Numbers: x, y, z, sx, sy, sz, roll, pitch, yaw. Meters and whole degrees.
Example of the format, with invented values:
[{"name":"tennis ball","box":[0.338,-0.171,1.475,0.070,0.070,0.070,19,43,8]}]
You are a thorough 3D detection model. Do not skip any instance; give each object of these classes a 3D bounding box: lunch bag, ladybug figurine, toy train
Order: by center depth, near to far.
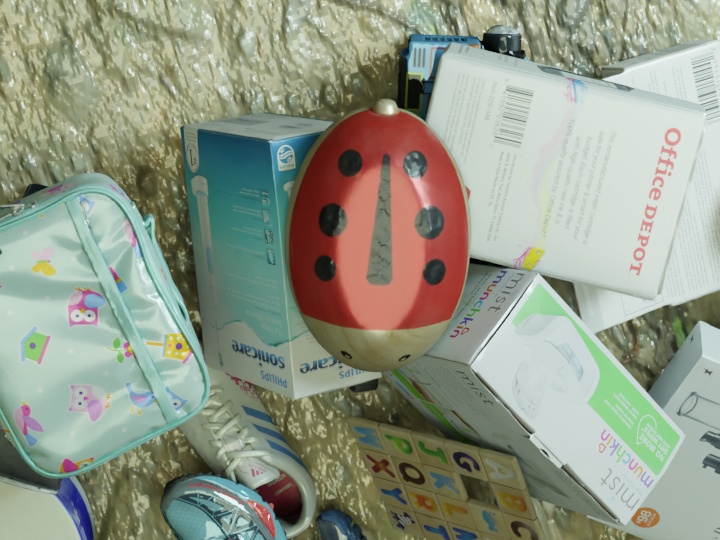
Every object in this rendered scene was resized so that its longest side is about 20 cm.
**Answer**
[{"name":"ladybug figurine","box":[0.013,-0.022,1.269,0.135,0.072,0.200,-1,99,-1]},{"name":"lunch bag","box":[-0.202,0.035,1.270,0.160,0.077,0.200,-24,104,1]},{"name":"toy train","box":[0.083,-0.097,1.416,0.114,0.087,0.200,3,104,3]}]

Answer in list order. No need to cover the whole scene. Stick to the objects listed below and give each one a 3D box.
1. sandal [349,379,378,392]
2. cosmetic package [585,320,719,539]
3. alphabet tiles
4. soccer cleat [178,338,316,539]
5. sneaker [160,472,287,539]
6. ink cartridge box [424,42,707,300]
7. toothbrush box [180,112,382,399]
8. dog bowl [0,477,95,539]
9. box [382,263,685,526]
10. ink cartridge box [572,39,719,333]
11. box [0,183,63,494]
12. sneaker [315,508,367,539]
[{"name":"sandal","box":[0.000,0.000,1.438,0.043,0.076,0.200,-10,114,-9]},{"name":"cosmetic package","box":[0.297,0.151,1.465,0.151,0.052,0.200,23,126,-7]},{"name":"alphabet tiles","box":[0.084,0.207,1.452,0.008,0.167,0.200,-48,132,-34]},{"name":"soccer cleat","box":[-0.101,0.135,1.448,0.070,0.086,0.200,-38,103,4]},{"name":"sneaker","box":[-0.091,0.249,1.401,0.079,0.096,0.200,-31,103,28]},{"name":"ink cartridge box","box":[0.142,-0.075,1.327,0.200,0.086,0.148,14,104,1]},{"name":"toothbrush box","box":[-0.063,-0.015,1.377,0.085,0.146,0.200,-12,103,-32]},{"name":"dog bowl","box":[-0.320,0.232,1.455,0.200,0.079,0.200,-1,103,-5]},{"name":"box","box":[0.119,0.092,1.381,0.200,0.176,0.097,46,71,-25]},{"name":"ink cartridge box","box":[0.226,-0.068,1.428,0.176,0.045,0.200,-18,104,-18]},{"name":"box","box":[-0.248,0.050,1.386,0.104,0.148,0.200,19,101,-9]},{"name":"sneaker","box":[-0.020,0.301,1.500,0.085,0.077,0.200,-12,103,2]}]
